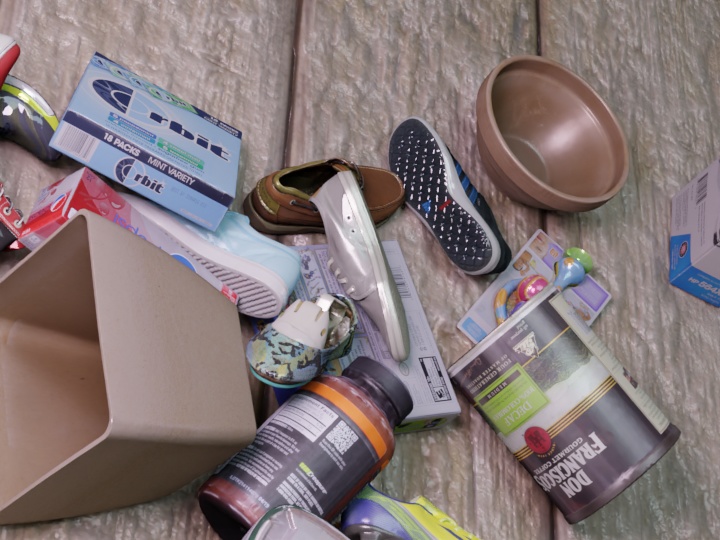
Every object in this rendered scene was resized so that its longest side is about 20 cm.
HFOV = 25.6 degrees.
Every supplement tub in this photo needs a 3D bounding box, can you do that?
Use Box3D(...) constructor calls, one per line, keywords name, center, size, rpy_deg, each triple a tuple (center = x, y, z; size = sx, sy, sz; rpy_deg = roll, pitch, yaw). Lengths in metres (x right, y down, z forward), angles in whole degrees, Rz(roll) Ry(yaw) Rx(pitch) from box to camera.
Box3D(name="supplement tub", center=(-0.042, 0.166, 1.405), size=(0.107, 0.107, 0.200), rpy_deg=(46, 65, 1))

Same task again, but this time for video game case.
Box3D(name="video game case", center=(-0.014, 0.068, 1.568), size=(0.181, 0.045, 0.200), rpy_deg=(-3, 62, -36))

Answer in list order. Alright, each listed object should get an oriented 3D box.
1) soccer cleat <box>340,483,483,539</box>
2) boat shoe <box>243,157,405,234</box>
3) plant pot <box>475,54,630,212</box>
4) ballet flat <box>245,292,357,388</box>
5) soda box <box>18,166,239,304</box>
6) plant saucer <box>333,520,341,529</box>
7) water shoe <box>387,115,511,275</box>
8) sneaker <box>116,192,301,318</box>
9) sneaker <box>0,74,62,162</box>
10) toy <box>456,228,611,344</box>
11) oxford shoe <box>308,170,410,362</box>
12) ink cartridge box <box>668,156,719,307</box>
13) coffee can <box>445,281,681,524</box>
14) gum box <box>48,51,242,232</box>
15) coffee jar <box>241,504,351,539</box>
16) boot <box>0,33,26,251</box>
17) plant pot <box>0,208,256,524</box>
Box3D(name="soccer cleat", center=(0.074, 0.247, 1.452), size=(0.200, 0.065, 0.084), rpy_deg=(23, 47, -19))
Box3D(name="boat shoe", center=(-0.023, -0.079, 1.646), size=(0.200, 0.068, 0.072), rpy_deg=(-13, 67, -40))
Box3D(name="plant pot", center=(0.205, -0.142, 1.827), size=(0.201, 0.093, 0.201), rpy_deg=(17, 53, -24))
Box3D(name="ballet flat", center=(-0.049, 0.053, 1.420), size=(0.074, 0.074, 0.200), rpy_deg=(48, 14, 2))
Box3D(name="soda box", center=(-0.206, -0.001, 1.429), size=(0.200, 0.070, 0.063), rpy_deg=(42, 44, -29))
Box3D(name="plant saucer", center=(0.030, 0.315, 1.441), size=(0.200, 0.032, 0.201), rpy_deg=(18, 51, -24))
Box3D(name="water shoe", center=(0.095, -0.077, 1.741), size=(0.079, 0.071, 0.200), rpy_deg=(13, 47, -62))
Box3D(name="sneaker", center=(-0.149, -0.027, 1.509), size=(0.200, 0.074, 0.082), rpy_deg=(29, 45, 3))
Box3D(name="sneaker", center=(-0.369, -0.151, 1.470), size=(0.200, 0.074, 0.081), rpy_deg=(30, 61, -10))
Box3D(name="toy", center=(0.202, 0.036, 1.736), size=(0.115, 0.047, 0.200), rpy_deg=(43, 46, 1))
Box3D(name="oxford shoe", center=(0.000, 0.000, 1.559), size=(0.058, 0.075, 0.200), rpy_deg=(-21, 78, 3))
Box3D(name="ink cartridge box", center=(0.460, -0.073, 1.879), size=(0.084, 0.200, 0.146), rpy_deg=(27, 49, -17))
Box3D(name="coffee can", center=(0.203, 0.133, 1.602), size=(0.200, 0.146, 0.146), rpy_deg=(50, 46, 5))
Box3D(name="gum box", center=(-0.199, -0.126, 1.510), size=(0.170, 0.045, 0.200), rpy_deg=(28, 19, -13))
Box3D(name="coffee jar", center=(-0.076, 0.264, 1.286), size=(0.104, 0.200, 0.085), rpy_deg=(36, 57, -5))
Box3D(name="boot", center=(-0.328, -0.098, 1.406), size=(0.144, 0.072, 0.200), rpy_deg=(34, 84, -12))
Box3D(name="plant pot", center=(-0.202, 0.097, 1.332), size=(0.177, 0.200, 0.200), rpy_deg=(16, 52, -40))
